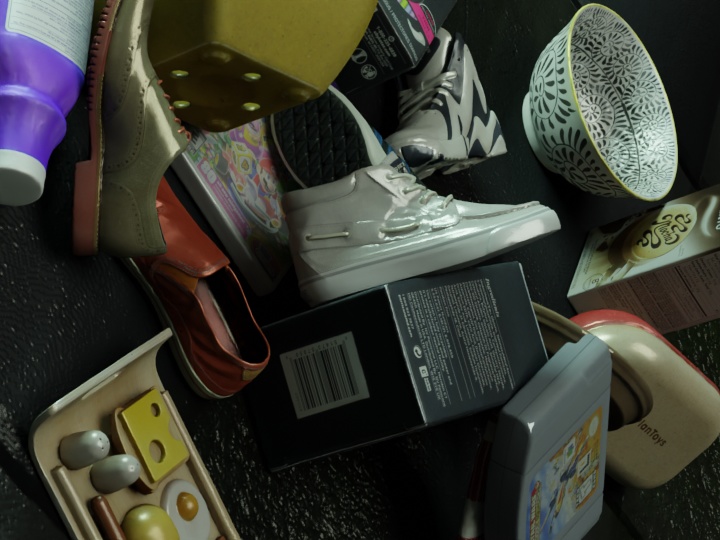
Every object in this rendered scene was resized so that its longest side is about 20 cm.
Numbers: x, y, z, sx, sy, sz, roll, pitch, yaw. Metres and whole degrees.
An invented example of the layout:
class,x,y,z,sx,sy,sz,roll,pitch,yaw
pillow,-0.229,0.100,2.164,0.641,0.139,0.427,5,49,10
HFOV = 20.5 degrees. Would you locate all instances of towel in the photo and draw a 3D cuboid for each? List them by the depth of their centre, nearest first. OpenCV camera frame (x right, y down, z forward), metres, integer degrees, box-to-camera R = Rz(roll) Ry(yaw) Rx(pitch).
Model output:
class,x,y,z,sx,sy,sz,roll,pitch,yaw
towel,0.113,0.195,1.579,0.144,0.023,0.201,-11,118,-57

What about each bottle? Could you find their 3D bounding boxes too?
class,x,y,z,sx,sy,sz,roll,pitch,yaw
bottle,-0.223,-0.140,1.323,0.083,0.065,0.201,28,51,-39

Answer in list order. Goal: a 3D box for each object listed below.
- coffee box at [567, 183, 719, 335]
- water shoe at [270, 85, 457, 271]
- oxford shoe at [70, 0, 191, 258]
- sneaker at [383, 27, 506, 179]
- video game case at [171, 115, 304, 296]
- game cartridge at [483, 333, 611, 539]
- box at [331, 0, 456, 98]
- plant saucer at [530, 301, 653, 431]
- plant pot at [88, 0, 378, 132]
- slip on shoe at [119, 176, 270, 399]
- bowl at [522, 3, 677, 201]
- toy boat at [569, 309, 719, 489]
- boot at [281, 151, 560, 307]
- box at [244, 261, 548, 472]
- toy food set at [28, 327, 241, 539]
class,x,y,z,sx,sy,sz,roll,pitch,yaw
coffee box,0.310,-0.009,1.902,0.080,0.199,0.113,54,36,-23
water shoe,0.004,-0.067,1.555,0.200,0.071,0.079,50,9,15
oxford shoe,-0.150,-0.107,1.345,0.070,0.074,0.201,-111,-152,-83
sneaker,0.054,-0.148,1.717,0.199,0.079,0.130,-16,86,-57
video game case,-0.073,-0.091,1.558,0.144,0.018,0.200,57,35,-18
game cartridge,0.145,0.161,1.545,0.133,0.041,0.201,-45,145,-40
box,-0.001,-0.234,1.638,0.123,0.106,0.200,58,28,-18
plant saucer,0.148,0.078,1.649,0.200,0.200,0.030,43,69,-35
plant pot,-0.102,-0.217,1.431,0.194,0.195,0.201,21,63,-45
slip on shoe,-0.123,-0.005,1.404,0.074,0.061,0.201,-35,102,-54
bowl,0.220,-0.150,1.942,0.200,0.094,0.202,31,49,-44
toy boat,0.237,0.103,1.838,0.200,0.130,0.131,39,14,-39
boot,0.042,-0.044,1.458,0.074,0.199,0.096,135,-60,-81
box,0.028,0.070,1.502,0.200,0.148,0.108,-10,82,-56
toy food set,-0.125,0.152,1.319,0.143,0.060,0.201,-37,105,-55
